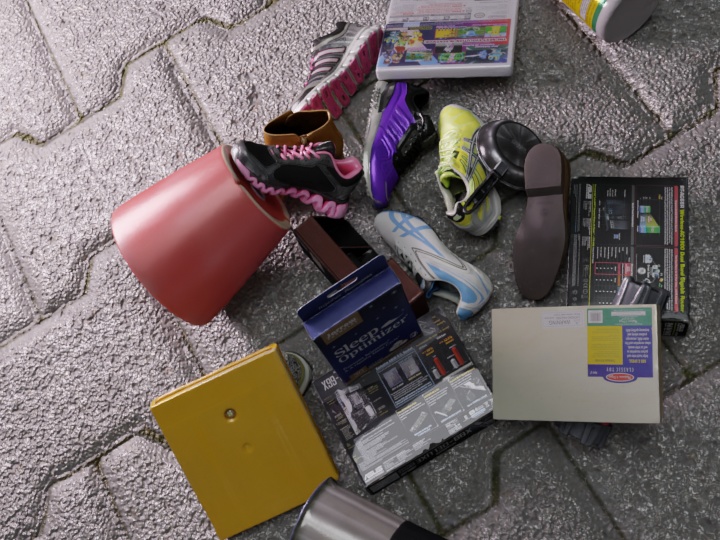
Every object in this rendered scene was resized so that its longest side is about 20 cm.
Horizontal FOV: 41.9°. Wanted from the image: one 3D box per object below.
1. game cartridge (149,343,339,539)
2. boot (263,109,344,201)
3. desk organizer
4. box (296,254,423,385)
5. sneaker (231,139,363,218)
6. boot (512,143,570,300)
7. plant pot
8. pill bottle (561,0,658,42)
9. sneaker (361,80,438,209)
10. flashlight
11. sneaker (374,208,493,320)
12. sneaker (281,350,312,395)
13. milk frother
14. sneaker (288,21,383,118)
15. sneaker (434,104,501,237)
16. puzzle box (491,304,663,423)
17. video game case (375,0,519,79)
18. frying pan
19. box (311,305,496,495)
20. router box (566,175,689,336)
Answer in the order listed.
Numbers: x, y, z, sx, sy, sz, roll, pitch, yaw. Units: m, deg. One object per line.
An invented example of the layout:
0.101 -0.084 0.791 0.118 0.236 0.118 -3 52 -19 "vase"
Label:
-0.141 0.215 1.174 0.174 0.032 0.202 -24 105 2 "game cartridge"
-0.120 -0.158 1.325 0.199 0.144 0.072 -21 63 4 "boot"
0.000 0.000 1.271 0.077 0.072 0.200 -39 65 -7 "desk organizer"
0.004 0.064 1.116 0.120 0.200 0.033 -33 61 -3 "box"
-0.078 -0.143 1.249 0.096 0.198 0.079 -49 44 26 "sneaker"
0.250 -0.060 1.240 0.073 0.075 0.203 6 88 33 "boot"
-0.201 -0.058 1.256 0.177 0.200 0.202 -37 63 11 "plant pot"
0.327 -0.432 1.350 0.112 0.113 0.201 -35 63 -3 "pill bottle"
0.059 -0.182 1.334 0.098 0.070 0.203 4 69 12 "sneaker"
0.296 0.107 1.116 0.067 0.067 0.202 24 101 25 "flashlight"
0.086 -0.012 1.253 0.072 0.072 0.199 -42 64 -18 "sneaker"
-0.142 0.182 1.217 0.076 0.089 0.201 25 75 22 "sneaker"
-0.002 0.350 1.053 0.186 0.200 0.182 21 77 21 "milk frother"
-0.051 -0.297 1.410 0.087 0.074 0.201 31 78 29 "sneaker"
0.139 -0.147 1.284 0.075 0.076 0.202 -33 56 36 "sneaker"
0.250 0.109 1.094 0.198 0.025 0.135 -2 83 28 "puzzle box"
0.132 -0.353 1.391 0.197 0.023 0.184 2 53 14 "video game case"
0.182 -0.151 1.261 0.189 0.031 0.116 -21 72 -35 "frying pan"
0.058 0.164 1.198 0.199 0.050 0.159 -31 64 -1 "box"
0.341 -0.021 1.201 0.148 0.062 0.203 2 68 15 "router box"
